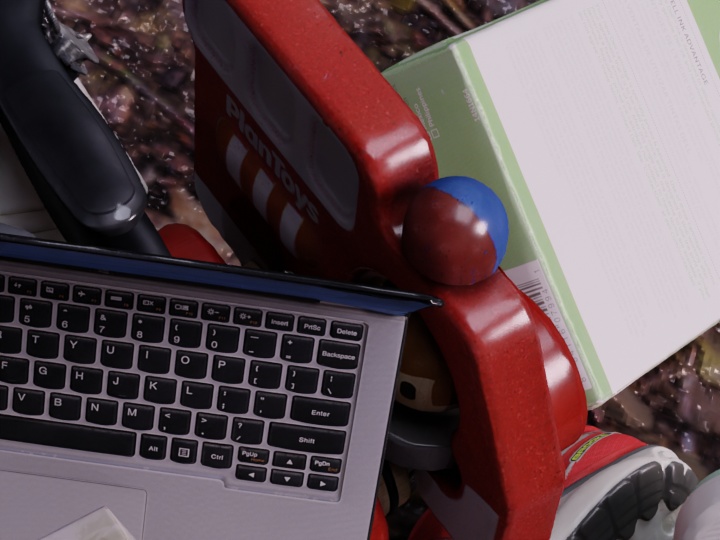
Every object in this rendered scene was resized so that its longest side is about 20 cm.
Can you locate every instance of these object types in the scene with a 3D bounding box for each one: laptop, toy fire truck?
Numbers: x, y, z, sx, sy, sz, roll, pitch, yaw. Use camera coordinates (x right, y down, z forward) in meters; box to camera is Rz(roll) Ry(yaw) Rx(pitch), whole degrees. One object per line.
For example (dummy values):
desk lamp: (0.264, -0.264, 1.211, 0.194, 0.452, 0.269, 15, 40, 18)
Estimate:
laptop: (-0.082, 0.048, 0.639, 0.186, 0.201, 0.116, 8, 32, -2)
toy fire truck: (0.000, 0.000, 0.751, 0.112, 0.168, 0.200, -28, 62, -19)

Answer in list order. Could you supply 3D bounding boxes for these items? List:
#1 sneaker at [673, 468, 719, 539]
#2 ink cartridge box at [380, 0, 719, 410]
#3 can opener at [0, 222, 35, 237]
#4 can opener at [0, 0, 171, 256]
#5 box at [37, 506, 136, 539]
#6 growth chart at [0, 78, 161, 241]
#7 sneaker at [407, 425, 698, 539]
sneaker: (0.160, 0.086, 0.827, 0.200, 0.073, 0.119, 39, 34, -49)
ink cartridge box: (0.107, -0.044, 0.889, 0.200, 0.048, 0.146, -28, 96, -47)
can opener: (-0.205, -0.022, 0.742, 0.199, 0.067, 0.054, 17, 67, 6)
can opener: (-0.111, -0.046, 0.785, 0.078, 0.064, 0.200, -36, 43, -8)
box: (-0.149, 0.135, 0.641, 0.199, 0.042, 0.039, -27, 53, -17)
growth chart: (-0.158, -0.065, 0.859, 0.144, 0.018, 0.201, -2, 47, -37)
sneaker: (0.034, 0.126, 0.811, 0.199, 0.077, 0.085, -31, 27, -18)
